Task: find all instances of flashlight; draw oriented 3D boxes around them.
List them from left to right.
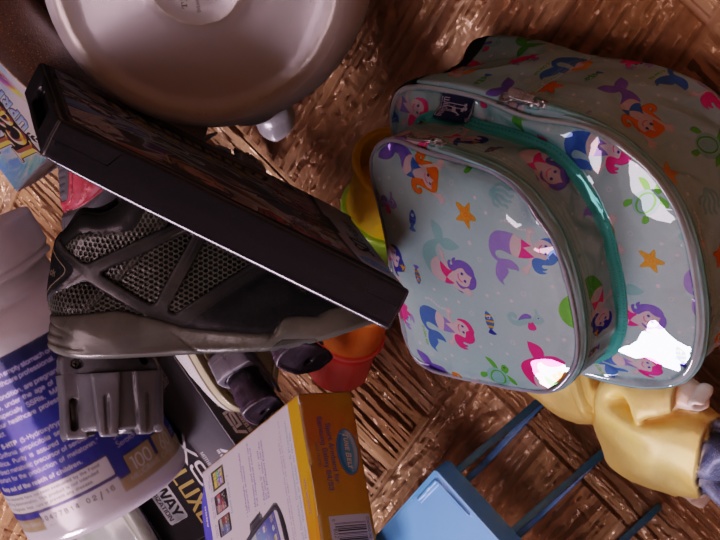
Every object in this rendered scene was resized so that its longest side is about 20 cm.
[{"bbox_3d":[-0.145,-0.002,1.534,0.067,0.068,0.201,-5,88,22],"label":"flashlight"}]

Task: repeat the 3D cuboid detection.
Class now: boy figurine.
[{"bbox_3d":[0.174,0.089,1.428,0.200,0.064,0.125,31,157,30],"label":"boy figurine"}]

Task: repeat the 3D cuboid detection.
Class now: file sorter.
[{"bbox_3d":[0.120,0.191,1.516,0.200,0.123,0.139,48,143,8],"label":"file sorter"}]

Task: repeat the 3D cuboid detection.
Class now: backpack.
[{"bbox_3d":[0.111,-0.024,1.351,0.199,0.150,0.178,10,124,36],"label":"backpack"}]

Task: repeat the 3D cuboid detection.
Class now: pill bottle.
[{"bbox_3d":[-0.210,0.067,1.687,0.120,0.120,0.201,-15,106,50],"label":"pill bottle"}]

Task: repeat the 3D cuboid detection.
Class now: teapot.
[{"bbox_3d":[-0.080,-0.186,1.427,0.197,0.146,0.200,34,112,-6],"label":"teapot"}]

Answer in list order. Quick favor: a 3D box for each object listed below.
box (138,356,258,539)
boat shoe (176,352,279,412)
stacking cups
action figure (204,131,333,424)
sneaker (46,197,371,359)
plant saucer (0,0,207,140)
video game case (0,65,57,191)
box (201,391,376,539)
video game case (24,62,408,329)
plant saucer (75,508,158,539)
[{"bbox_3d":[-0.137,0.085,1.763,0.200,0.050,0.158,56,143,-2],"label":"box"},{"bbox_3d":[-0.117,0.002,1.666,0.068,0.075,0.201,-27,87,53],"label":"boat shoe"},{"bbox_3d":[0.000,0.000,1.547,0.060,0.060,0.200,41,141,16],"label":"stacking cups"},{"bbox_3d":[-0.100,-0.004,1.581,0.130,0.069,0.200,-42,70,19],"label":"action figure"},{"bbox_3d":[-0.080,-0.010,1.472,0.076,0.199,0.115,-112,21,-82],"label":"sneaker"},{"bbox_3d":[-0.158,-0.151,1.507,0.032,0.200,0.200,-44,84,24],"label":"plant saucer"},{"bbox_3d":[-0.235,-0.173,1.671,0.200,0.045,0.181,53,143,1],"label":"video game case"},{"bbox_3d":[-0.048,0.159,1.585,0.200,0.041,0.120,137,126,-62],"label":"box"},{"bbox_3d":[-0.080,-0.043,1.359,0.199,0.026,0.181,27,-172,-15],"label":"video game case"},{"bbox_3d":[-0.205,0.182,1.861,0.200,0.050,0.200,46,158,24],"label":"plant saucer"}]
